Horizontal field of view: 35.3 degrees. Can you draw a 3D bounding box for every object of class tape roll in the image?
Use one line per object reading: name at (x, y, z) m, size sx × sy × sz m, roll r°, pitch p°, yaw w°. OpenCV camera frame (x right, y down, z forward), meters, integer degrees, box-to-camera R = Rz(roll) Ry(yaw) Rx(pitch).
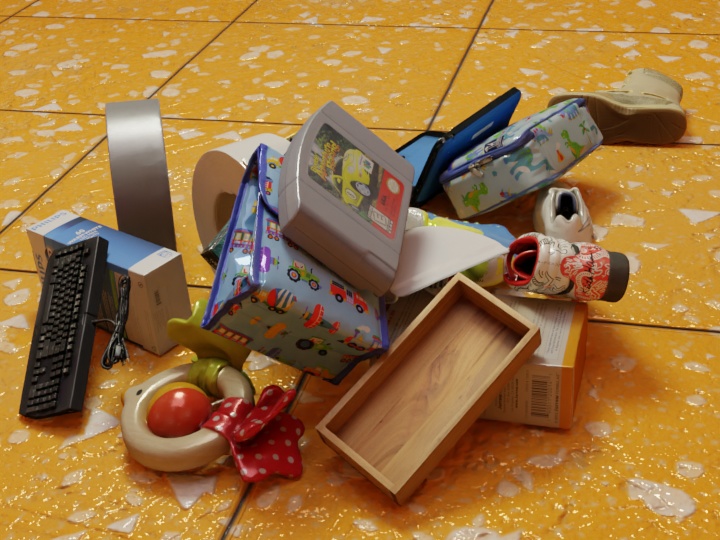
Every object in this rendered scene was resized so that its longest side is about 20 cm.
tape roll at (-0.106, -0.046, 1.244) m, size 0.070 × 0.204 × 0.202 m, roll -21°, pitch 34°, yaw -30°
tape roll at (-0.263, -0.104, 1.366) m, size 0.066 × 0.202 × 0.201 m, roll -7°, pitch 29°, yaw -8°

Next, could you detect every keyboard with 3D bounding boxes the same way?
keyboard at (-0.285, 0.053, 1.155) m, size 0.126 × 0.021 × 0.201 m, roll -12°, pitch 57°, yaw 20°

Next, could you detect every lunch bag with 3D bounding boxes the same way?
lunch bag at (-0.052, -0.017, 1.075) m, size 0.150 × 0.094 × 0.201 m, roll 26°, pitch 49°, yaw -27°
lunch bag at (0.204, -0.145, 1.457) m, size 0.200 × 0.083 × 0.160 m, roll -34°, pitch 7°, yaw -42°

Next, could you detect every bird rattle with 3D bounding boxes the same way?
bird rattle at (-0.144, 0.137, 1.072) m, size 0.162 × 0.113 × 0.200 m, roll -22°, pitch 46°, yaw -9°

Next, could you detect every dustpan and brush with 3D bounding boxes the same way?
dustpan and brush at (0.051, -0.012, 1.193) m, size 0.139 × 0.058 × 0.200 m, roll -22°, pitch 32°, yaw -21°

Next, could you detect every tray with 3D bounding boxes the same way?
tray at (0.064, 0.105, 1.026) m, size 0.098 × 0.037 × 0.200 m, roll 35°, pitch 71°, yaw 28°

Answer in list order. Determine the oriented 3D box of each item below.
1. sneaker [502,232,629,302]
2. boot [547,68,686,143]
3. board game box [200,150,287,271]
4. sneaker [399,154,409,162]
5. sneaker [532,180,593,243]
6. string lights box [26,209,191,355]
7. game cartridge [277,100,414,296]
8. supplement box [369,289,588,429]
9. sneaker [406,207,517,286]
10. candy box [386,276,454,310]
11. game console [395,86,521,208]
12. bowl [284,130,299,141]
sneaker at (0.195, -0.004, 1.184) m, size 0.107 × 0.068 × 0.201 m, roll 11°, pitch -1°, yaw -9°
boot at (0.381, -0.250, 1.680) m, size 0.198 × 0.073 × 0.156 m, roll 5°, pitch 31°, yaw 12°
board game box at (-0.052, -0.044, 1.142) m, size 0.200 × 0.135 × 0.028 m, roll -53°, pitch 16°, yaw -26°
sneaker at (0.027, -0.118, 1.411) m, size 0.078 × 0.076 × 0.200 m, roll -9°, pitch 24°, yaw 3°
sneaker at (0.249, -0.067, 1.360) m, size 0.074 × 0.088 × 0.200 m, roll -4°, pitch 28°, yaw 3°
string lights box at (-0.281, 0.011, 1.263) m, size 0.199 × 0.103 × 0.059 m, roll 19°, pitch 38°, yaw 34°
game cartridge at (-0.014, -0.078, 1.083) m, size 0.133 × 0.041 × 0.201 m, roll 33°, pitch 37°, yaw -17°
supplement box at (0.119, 0.083, 1.121) m, size 0.198 × 0.074 × 0.126 m, roll 6°, pitch 30°, yaw 16°
sneaker at (0.112, -0.028, 1.341) m, size 0.105 × 0.076 × 0.199 m, roll -6°, pitch 23°, yaw -44°
candy box at (0.000, 0.000, 1.299) m, size 0.115 × 0.056 × 0.199 m, roll -24°, pitch 36°, yaw -34°
game console at (0.101, -0.179, 1.542) m, size 0.118 × 0.171 × 0.200 m, roll 39°, pitch 48°, yaw 15°
bowl at (-0.085, -0.098, 1.409) m, size 0.200 × 0.095 × 0.201 m, roll -32°, pitch -1°, yaw -1°
